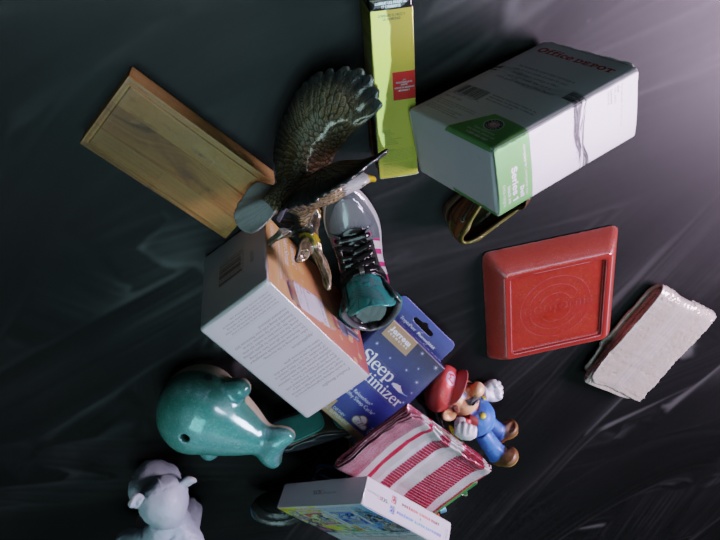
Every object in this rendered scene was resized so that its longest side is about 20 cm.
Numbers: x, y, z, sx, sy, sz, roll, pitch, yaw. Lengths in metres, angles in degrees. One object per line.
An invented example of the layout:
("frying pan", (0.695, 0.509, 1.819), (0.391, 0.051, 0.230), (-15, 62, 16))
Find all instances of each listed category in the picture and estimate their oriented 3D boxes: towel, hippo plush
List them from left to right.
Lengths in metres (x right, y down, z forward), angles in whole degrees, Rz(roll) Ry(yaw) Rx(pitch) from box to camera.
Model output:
("hippo plush", (-0.314, 0.386, 1.053), (0.158, 0.200, 0.162), (-22, 119, -21))
("towel", (0.080, 0.282, 0.996), (0.144, 0.023, 0.200), (-42, 121, 17))
("towel", (0.452, 0.118, 1.096), (0.132, 0.035, 0.201), (22, 116, -24))

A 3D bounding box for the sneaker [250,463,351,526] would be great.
("sneaker", (-0.086, 0.358, 1.144), (0.198, 0.073, 0.083), (-12, 117, -13))

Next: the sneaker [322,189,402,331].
("sneaker", (0.000, 0.000, 0.880), (0.083, 0.121, 0.201), (-16, 125, 1))

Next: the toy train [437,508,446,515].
("toy train", (0.064, 0.467, 1.249), (0.199, 0.056, 0.151), (-21, 124, 1))

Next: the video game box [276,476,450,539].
("video game box", (0.003, 0.369, 1.043), (0.182, 0.047, 0.199), (35, 143, -30))

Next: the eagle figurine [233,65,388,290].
("eagle figurine", (-0.045, -0.105, 0.761), (0.151, 0.151, 0.201), (37, 145, 14))

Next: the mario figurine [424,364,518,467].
("mario figurine", (0.182, 0.211, 1.045), (0.106, 0.123, 0.200), (-46, 117, 0))

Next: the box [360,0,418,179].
("box", (0.033, -0.210, 0.774), (0.050, 0.075, 0.201), (-8, 124, -5))

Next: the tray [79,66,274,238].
("tray", (-0.208, -0.131, 0.807), (0.199, 0.037, 0.099), (35, 111, -27))

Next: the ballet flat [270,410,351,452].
("ballet flat", (-0.047, 0.233, 1.068), (0.198, 0.073, 0.073), (-17, 125, -6))

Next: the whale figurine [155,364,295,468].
("whale figurine", (-0.196, 0.222, 0.978), (0.199, 0.104, 0.160), (30, 116, -2))

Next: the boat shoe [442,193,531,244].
("boat shoe", (0.195, -0.107, 0.875), (0.072, 0.068, 0.200), (35, 110, -27))

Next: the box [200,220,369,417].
("box", (-0.095, 0.058, 0.883), (0.106, 0.153, 0.200), (-35, 123, 13))

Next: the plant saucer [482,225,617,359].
("plant saucer", (0.282, 0.046, 1.014), (0.198, 0.037, 0.201), (-12, 124, -2))

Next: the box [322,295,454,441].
("box", (0.033, 0.145, 0.999), (0.121, 0.032, 0.200), (43, 94, -17))

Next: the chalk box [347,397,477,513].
("chalk box", (0.092, 0.301, 1.097), (0.124, 0.125, 0.200), (-41, 120, 17))

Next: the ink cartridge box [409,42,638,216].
("ink cartridge box", (0.177, -0.161, 0.752), (0.199, 0.146, 0.085), (-29, 129, -17))
